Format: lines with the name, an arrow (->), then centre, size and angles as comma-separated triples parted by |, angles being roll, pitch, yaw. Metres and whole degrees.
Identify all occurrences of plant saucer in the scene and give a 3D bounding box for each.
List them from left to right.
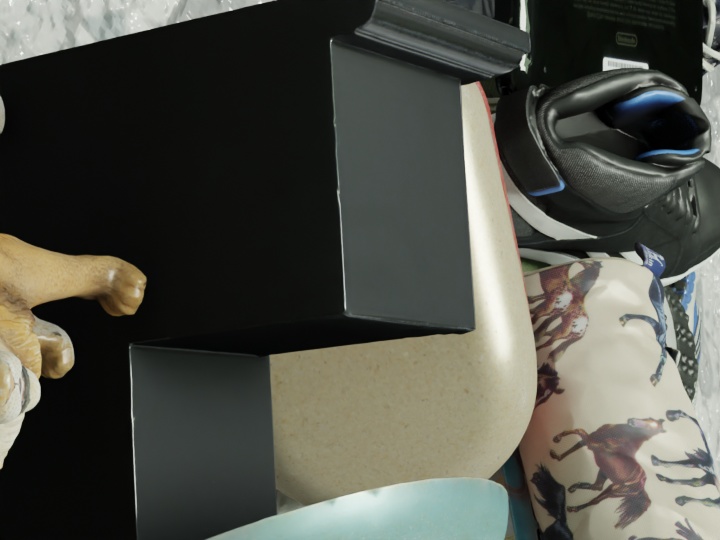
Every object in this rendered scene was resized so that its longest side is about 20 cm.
plant saucer -> -0.040, 0.122, 0.656 | 0.200, 0.200, 0.027 | 8, 53, -56

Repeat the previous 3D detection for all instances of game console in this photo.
game console -> 0.079, -0.161, 0.994 | 0.200, 0.116, 0.176 | -3, 94, -56

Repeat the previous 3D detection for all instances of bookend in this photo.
bookend -> -0.046, 0.025, 0.664 | 0.092, 0.200, 0.199 | 9, 75, -56

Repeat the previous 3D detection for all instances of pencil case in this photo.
pencil case -> 0.115, 0.090, 0.848 | 0.089, 0.078, 0.200 | 2, 60, -29

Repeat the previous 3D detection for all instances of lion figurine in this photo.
lion figurine -> -0.130, -0.028, 0.592 | 0.122, 0.072, 0.200 | 4, 58, -53

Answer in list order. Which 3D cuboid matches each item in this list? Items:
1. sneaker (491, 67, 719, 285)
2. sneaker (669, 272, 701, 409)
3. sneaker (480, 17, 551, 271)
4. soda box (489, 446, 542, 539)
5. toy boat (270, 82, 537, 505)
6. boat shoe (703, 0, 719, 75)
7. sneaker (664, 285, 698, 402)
sneaker -> 0.130, -0.040, 0.906 | 0.200, 0.112, 0.073 | 3, 72, -41
sneaker -> 0.145, 0.081, 1.062 | 0.085, 0.077, 0.200 | 63, 39, -40
sneaker -> 0.058, -0.036, 0.955 | 0.090, 0.067, 0.200 | 27, 64, -58
soda box -> 0.062, 0.137, 0.869 | 0.068, 0.064, 0.200 | 28, 43, -45
toy boat -> 0.000, 0.000, 0.838 | 0.131, 0.130, 0.200 | -62, 141, -84
boat shoe -> 0.163, -0.121, 1.113 | 0.075, 0.093, 0.200 | 56, 41, -34
sneaker -> 0.104, 0.085, 0.966 | 0.074, 0.080, 0.200 | 32, 59, -28
